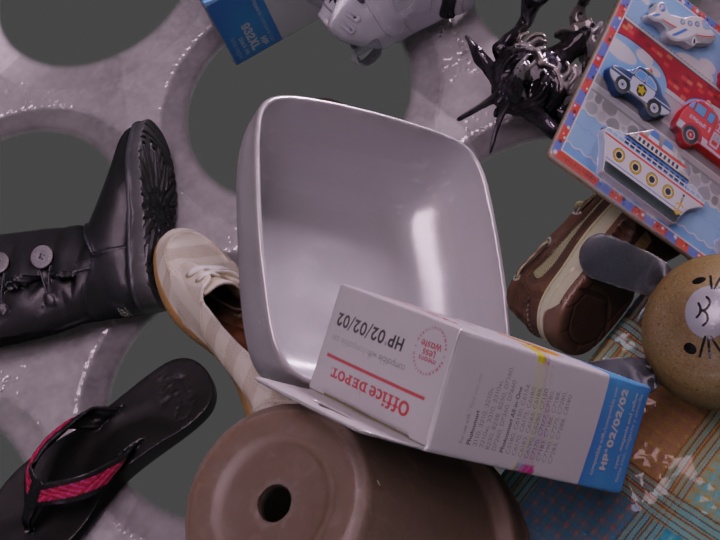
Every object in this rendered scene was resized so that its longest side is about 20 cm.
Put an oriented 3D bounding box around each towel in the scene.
[{"bbox_3d":[0.182,0.119,0.857,0.146,0.022,0.201,32,75,28],"label":"towel"}]

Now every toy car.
[{"bbox_3d":[0.218,0.032,0.802,0.197,0.158,0.167,5,75,26],"label":"toy car"}]

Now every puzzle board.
[{"bbox_3d":[0.228,-0.083,0.880,0.199,0.017,0.152,33,70,-14],"label":"puzzle board"}]

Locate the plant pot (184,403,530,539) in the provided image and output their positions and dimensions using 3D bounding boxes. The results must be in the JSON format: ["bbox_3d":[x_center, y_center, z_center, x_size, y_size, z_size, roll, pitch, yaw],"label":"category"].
[{"bbox_3d":[-0.016,0.162,0.791,0.197,0.175,0.203,-12,60,21],"label":"plant pot"}]

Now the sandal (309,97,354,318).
[{"bbox_3d":[-0.024,-0.033,0.983,0.054,0.081,0.203,-27,62,43],"label":"sandal"}]

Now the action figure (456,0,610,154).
[{"bbox_3d":[0.153,-0.175,0.979,0.200,0.102,0.119,-42,70,-10],"label":"action figure"}]

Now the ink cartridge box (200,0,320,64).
[{"bbox_3d":[-0.053,-0.286,1.110,0.198,0.084,0.146,-29,57,1],"label":"ink cartridge box"}]

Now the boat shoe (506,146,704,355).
[{"bbox_3d":[0.175,-0.036,0.916,0.202,0.075,0.075,-42,37,-17],"label":"boat shoe"}]

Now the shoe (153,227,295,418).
[{"bbox_3d":[-0.081,0.037,0.948,0.069,0.054,0.201,-15,57,-36],"label":"shoe"}]

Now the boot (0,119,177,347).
[{"bbox_3d":[-0.244,-0.024,1.045,0.197,0.066,0.167,-13,58,15],"label":"boot"}]

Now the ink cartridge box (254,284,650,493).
[{"bbox_3d":[0.053,0.063,0.766,0.115,0.198,0.069,18,91,52],"label":"ink cartridge box"}]

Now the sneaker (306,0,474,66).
[{"bbox_3d":[0.001,-0.242,1.009,0.114,0.200,0.075,-36,43,2],"label":"sneaker"}]

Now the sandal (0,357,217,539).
[{"bbox_3d":[-0.190,0.128,0.951,0.199,0.045,0.075,-41,59,-7],"label":"sandal"}]

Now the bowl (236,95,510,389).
[{"bbox_3d":[0.000,0.000,0.895,0.074,0.197,0.203,-33,56,48],"label":"bowl"}]
